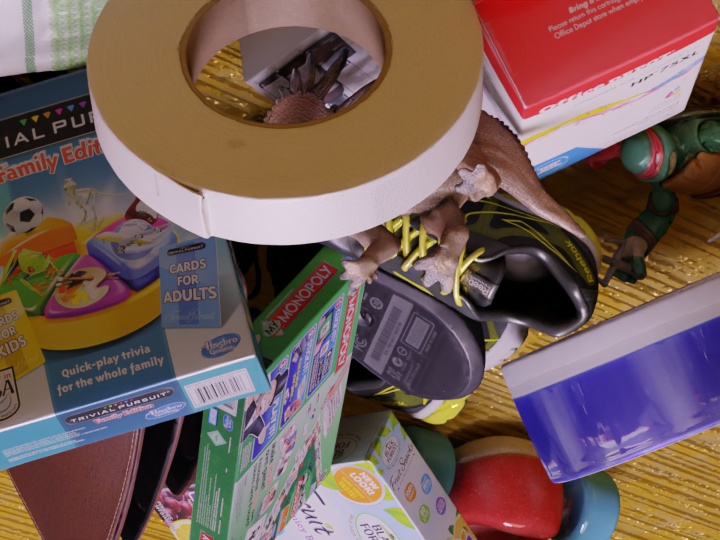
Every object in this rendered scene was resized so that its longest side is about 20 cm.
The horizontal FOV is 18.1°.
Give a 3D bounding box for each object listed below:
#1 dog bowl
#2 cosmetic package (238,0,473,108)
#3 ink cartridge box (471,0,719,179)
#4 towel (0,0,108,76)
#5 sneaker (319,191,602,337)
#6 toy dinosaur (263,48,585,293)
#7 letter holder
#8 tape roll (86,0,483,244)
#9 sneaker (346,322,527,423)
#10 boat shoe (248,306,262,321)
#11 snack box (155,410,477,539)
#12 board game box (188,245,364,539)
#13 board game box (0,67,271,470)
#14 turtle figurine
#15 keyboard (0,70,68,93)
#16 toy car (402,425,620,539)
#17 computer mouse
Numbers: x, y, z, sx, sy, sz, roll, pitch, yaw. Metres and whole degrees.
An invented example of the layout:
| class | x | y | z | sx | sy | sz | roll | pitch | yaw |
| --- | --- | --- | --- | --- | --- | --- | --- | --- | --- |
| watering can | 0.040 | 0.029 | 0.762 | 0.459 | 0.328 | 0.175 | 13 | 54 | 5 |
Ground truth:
| class | x | y | z | sx | sy | sz | roll | pitch | yaw |
| --- | --- | --- | --- | --- | --- | --- | --- | --- | --- |
| dog bowl | 0.189 | 0.054 | 1.354 | 0.199 | 0.079 | 0.200 | -23 | 176 | -2 |
| cosmetic package | 0.033 | -0.151 | 1.247 | 0.200 | 0.051 | 0.082 | -33 | 137 | 26 |
| ink cartridge box | 0.121 | -0.120 | 1.214 | 0.116 | 0.067 | 0.200 | -26 | 167 | -4 |
| towel | -0.173 | -0.164 | 1.188 | 0.199 | 0.031 | 0.150 | -8 | 139 | -13 |
| sneaker | 0.050 | -0.020 | 1.281 | 0.199 | 0.085 | 0.075 | 15 | 114 | -10 |
| toy dinosaur | 0.020 | -0.062 | 1.200 | 0.199 | 0.136 | 0.086 | 0 | 125 | 8 |
| letter holder | -0.129 | 0.079 | 1.309 | 0.100 | 0.142 | 0.200 | -13 | 143 | -29 |
| tape roll | -0.037 | -0.099 | 1.137 | 0.202 | 0.203 | 0.037 | -7 | 142 | -4 |
| sneaker | 0.049 | 0.033 | 1.449 | 0.084 | 0.075 | 0.200 | 7 | 139 | -20 |
| boat shoe | -0.086 | 0.072 | 1.442 | 0.072 | 0.073 | 0.200 | -5 | 165 | 9 |
| snack box | -0.033 | 0.173 | 1.552 | 0.199 | 0.053 | 0.142 | -11 | 127 | 35 |
| board game box | -0.051 | 0.093 | 1.356 | 0.029 | 0.135 | 0.201 | 27 | 136 | 16 |
| board game box | -0.145 | -0.011 | 1.204 | 0.150 | 0.201 | 0.047 | -16 | 152 | 0 |
| turtle figurine | 0.219 | -0.055 | 1.369 | 0.199 | 0.101 | 0.150 | -1 | 165 | -37 |
| keyboard | -0.183 | -0.074 | 1.299 | 0.104 | 0.040 | 0.200 | -41 | 122 | 16 |
| toy car | 0.087 | 0.239 | 1.626 | 0.184 | 0.201 | 0.177 | 16 | 135 | -29 |
| computer mouse | 0.000 | 0.000 | 1.380 | 0.200 | 0.053 | 0.139 | 36 | 137 | 5 |
